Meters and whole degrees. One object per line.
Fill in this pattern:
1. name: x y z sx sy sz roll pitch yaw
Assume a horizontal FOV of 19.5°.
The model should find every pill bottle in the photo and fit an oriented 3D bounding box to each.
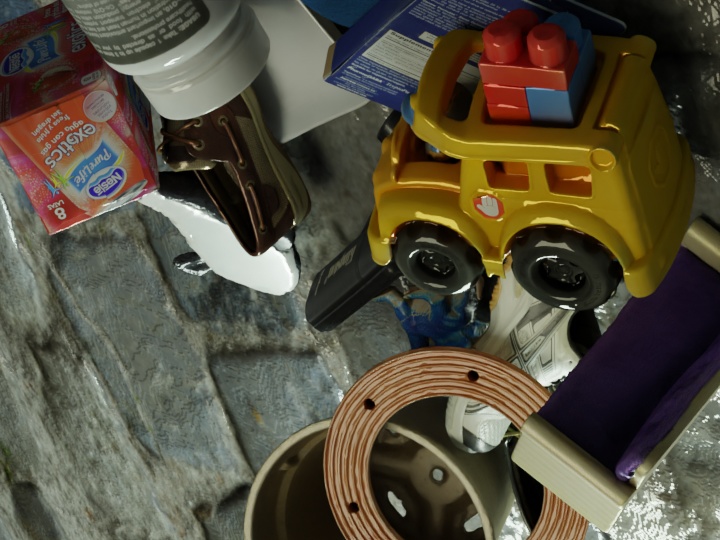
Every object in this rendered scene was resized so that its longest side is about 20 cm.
1. pill bottle: -0.151 -0.207 1.423 0.113 0.114 0.200 7 141 45

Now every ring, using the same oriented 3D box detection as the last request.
1. ring: 0.069 0.148 1.490 0.199 0.019 0.202 6 110 17

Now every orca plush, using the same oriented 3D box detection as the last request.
1. orca plush: -0.120 -0.051 1.659 0.199 0.072 0.105 22 140 -33

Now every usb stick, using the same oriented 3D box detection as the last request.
1. usb stick: 0.000 0.000 1.578 0.032 0.056 0.200 14 161 -14

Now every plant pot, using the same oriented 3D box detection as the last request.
1. plant pot: 0.035 0.185 1.629 0.199 0.183 0.202 5 104 19

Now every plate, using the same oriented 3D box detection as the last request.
1. plate: -0.091 -0.186 1.528 0.200 0.032 0.199 52 147 -12

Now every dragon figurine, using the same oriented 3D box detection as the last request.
1. dragon figurine: 0.073 0.040 1.571 0.100 0.059 0.200 51 153 -13

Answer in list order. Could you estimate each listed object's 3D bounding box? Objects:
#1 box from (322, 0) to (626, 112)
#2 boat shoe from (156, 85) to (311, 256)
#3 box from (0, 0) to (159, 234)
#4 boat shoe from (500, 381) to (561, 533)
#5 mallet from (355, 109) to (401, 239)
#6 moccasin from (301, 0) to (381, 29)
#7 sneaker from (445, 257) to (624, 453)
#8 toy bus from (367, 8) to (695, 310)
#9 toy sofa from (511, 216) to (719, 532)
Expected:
1. box: 0.072 -0.148 1.333 0.120 0.033 0.200 20 156 -20
2. boat shoe: -0.114 -0.099 1.557 0.072 0.072 0.201 0 128 49
3. box: -0.217 -0.125 1.586 0.200 0.095 0.100 -107 -7 -61
4. boat shoe: 0.139 0.127 1.593 0.071 0.061 0.202 17 139 38
5. mallet: 0.019 -0.063 1.542 0.066 0.041 0.200 44 152 -1
6. moccasin: -0.029 -0.222 1.365 0.199 0.069 0.080 29 147 -11
7. sneaker: 0.124 0.063 1.487 0.087 0.076 0.201 28 126 12
8. toy bus: 0.091 -0.086 1.283 0.199 0.136 0.193 5 142 24
9. toy sofa: 0.188 0.059 1.329 0.083 0.200 0.098 37 154 12
